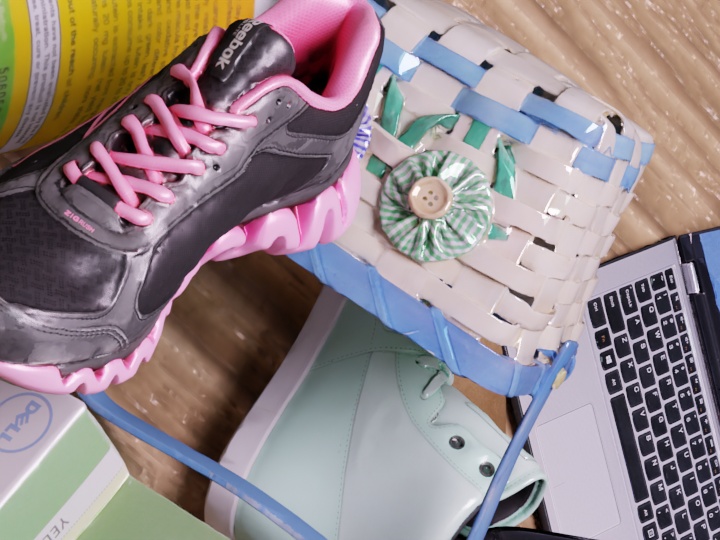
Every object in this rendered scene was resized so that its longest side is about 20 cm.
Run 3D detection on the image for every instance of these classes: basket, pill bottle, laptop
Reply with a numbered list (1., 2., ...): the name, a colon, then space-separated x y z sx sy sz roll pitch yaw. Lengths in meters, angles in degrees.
1. basket: 0.000 0.000 0.979 0.201 0.176 0.139 -63 163 12
2. pill bottle: -0.098 -0.109 0.975 0.199 0.111 0.112 -19 98 -40
3. laptop: 0.183 0.076 1.197 0.199 0.116 0.189 -19 97 -40

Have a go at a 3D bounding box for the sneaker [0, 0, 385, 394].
1. sneaker: -0.058 -0.036 0.818 0.079 0.096 0.200 39 40 13

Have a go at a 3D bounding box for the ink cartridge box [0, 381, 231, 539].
1. ink cartridge box: -0.122 0.105 0.817 0.146 0.199 0.048 -49 140 -18

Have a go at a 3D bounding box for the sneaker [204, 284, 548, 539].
1. sneaker: 0.035 0.043 1.063 0.201 0.118 0.074 -61 161 -20

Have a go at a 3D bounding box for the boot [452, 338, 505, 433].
1. boot: 0.045 0.108 1.102 0.073 0.075 0.202 15 75 -37

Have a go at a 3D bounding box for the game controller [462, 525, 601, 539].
1. game controller: 0.058 0.198 1.022 0.104 0.042 0.201 10 100 -30
